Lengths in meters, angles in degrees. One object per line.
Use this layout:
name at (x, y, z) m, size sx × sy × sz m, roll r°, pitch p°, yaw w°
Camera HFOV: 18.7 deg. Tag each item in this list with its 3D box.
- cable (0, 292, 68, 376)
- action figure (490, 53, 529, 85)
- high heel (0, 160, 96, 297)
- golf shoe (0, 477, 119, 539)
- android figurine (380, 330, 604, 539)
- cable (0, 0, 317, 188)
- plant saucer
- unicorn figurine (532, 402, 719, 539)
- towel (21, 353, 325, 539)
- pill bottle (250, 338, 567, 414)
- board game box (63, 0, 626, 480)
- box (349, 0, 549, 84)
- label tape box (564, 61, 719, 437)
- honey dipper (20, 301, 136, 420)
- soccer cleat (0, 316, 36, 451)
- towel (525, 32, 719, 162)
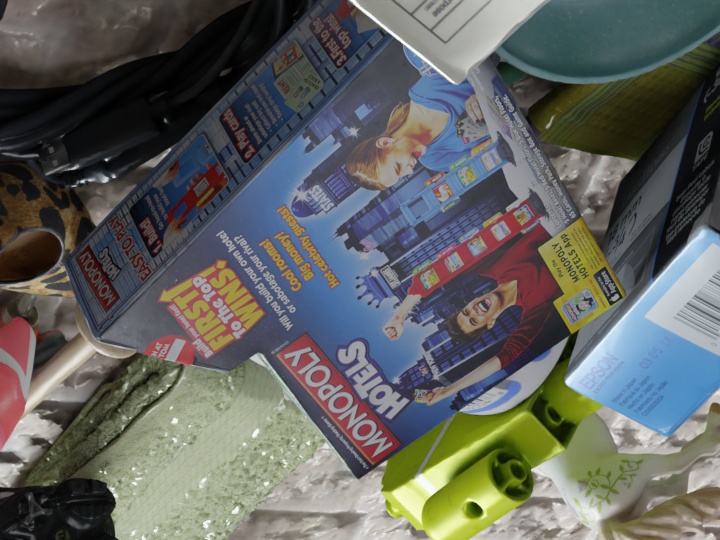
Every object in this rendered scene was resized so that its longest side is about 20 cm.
cable at (-0.213, 0.067, 1.139) m, size 0.097 × 0.051 × 0.200 m, roll -12°, pitch 158°, yaw -32°
action figure at (0.027, -0.094, 0.977) m, size 0.199 × 0.055 × 0.118 m, roll -31°, pitch 134°, yaw -8°
high heel at (-0.171, 0.013, 0.976) m, size 0.071 × 0.143 × 0.200 m, roll -30°, pitch 143°, yaw 22°
golf shoe at (-0.227, 0.148, 1.142) m, size 0.199 × 0.078 × 0.094 m, roll 3°, pitch 171°, yaw -27°
android figurine at (0.082, 0.075, 1.183) m, size 0.041 × 0.182 × 0.200 m, roll 44°, pitch 132°, yaw -9°
cable at (-0.104, -0.117, 0.930) m, size 0.199 × 0.051 × 0.163 m, roll -29°, pitch 139°, yaw 17°
plant saucer at (0.112, -0.176, 0.916) m, size 0.199 × 0.036 × 0.201 m, roll -17°, pitch 128°, yaw -22°
unicorn figurine at (0.125, 0.096, 1.262) m, size 0.137 × 0.200 × 0.074 m, roll -33°, pitch 121°, yaw -8°
towel at (-0.103, 0.108, 1.232) m, size 0.148 × 0.037 × 0.200 m, roll 14°, pitch 132°, yaw -40°
pill bottle at (0.000, 0.000, 1.071) m, size 0.199 × 0.114 × 0.114 m, roll 16°, pitch 132°, yaw -40°
board game box at (-0.014, -0.011, 0.942) m, size 0.199 × 0.062 × 0.200 m, roll -33°, pitch 130°, yaw 2°
box at (0.004, -0.187, 0.767) m, size 0.200 × 0.109 × 0.128 m, roll 37°, pitch 118°, yaw -23°
label tape box at (0.173, -0.043, 1.040) m, size 0.063 × 0.201 × 0.144 m, roll 26°, pitch 142°, yaw -7°
honey dipper at (-0.151, 0.051, 1.050) m, size 0.038 × 0.038 × 0.200 m, roll 14°, pitch 142°, yaw -38°
soccer cleat at (-0.249, 0.038, 1.020) m, size 0.199 × 0.077 × 0.067 m, roll 13°, pitch 145°, yaw 9°
towel at (0.181, -0.116, 1.062) m, size 0.200 × 0.023 × 0.143 m, roll -41°, pitch 151°, yaw 28°
